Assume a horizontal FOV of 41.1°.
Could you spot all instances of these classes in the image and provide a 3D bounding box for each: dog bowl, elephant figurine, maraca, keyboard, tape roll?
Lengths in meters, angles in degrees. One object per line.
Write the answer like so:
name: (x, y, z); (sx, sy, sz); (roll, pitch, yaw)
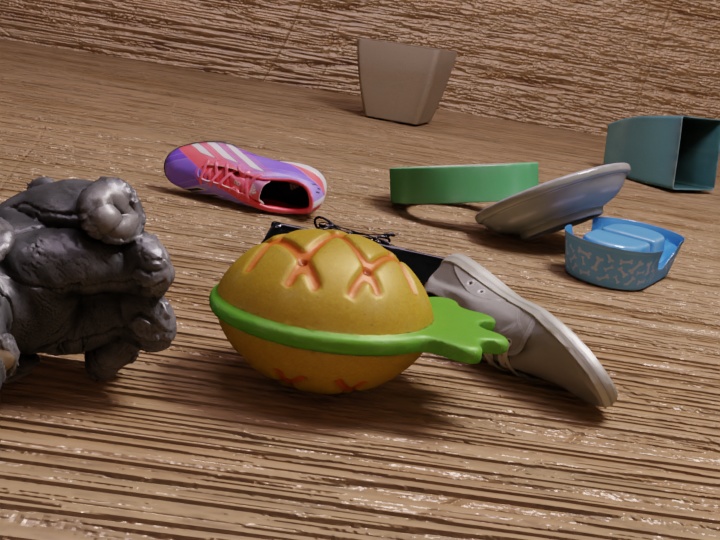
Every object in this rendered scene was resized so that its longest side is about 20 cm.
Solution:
dog bowl: (0.306, -0.021, 1.123); (0.111, 0.050, 0.200); (18, 18, 29)
elephant figurine: (-0.216, 0.021, 0.541); (0.199, 0.142, 0.155); (-24, 4, -37)
maraca: (-0.002, 0.030, 0.644); (0.199, 0.108, 0.137); (8, 17, -6)
keyboard: (0.000, 0.000, 0.923); (0.199, 0.040, 0.104); (13, 39, 11)
tape roll: (0.138, -0.118, 1.287); (0.199, 0.049, 0.200); (-2, 7, 0)

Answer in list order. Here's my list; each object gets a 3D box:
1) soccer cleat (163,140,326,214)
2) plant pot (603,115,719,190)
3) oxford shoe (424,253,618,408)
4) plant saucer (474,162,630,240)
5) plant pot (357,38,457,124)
soccer cleat: (-0.140, -0.108, 1.143); (0.199, 0.069, 0.073); (12, 19, -1)
plant pot: (0.604, -0.246, 1.958); (0.141, 0.142, 0.200); (-2, 12, -37)
oxford shoe: (0.116, 0.054, 0.741); (0.058, 0.075, 0.200); (-40, 44, -12)
plant saucer: (0.244, -0.077, 1.195); (0.199, 0.051, 0.200); (-17, -6, -2)
plant pot: (0.101, -0.449, 2.290); (0.199, 0.178, 0.200); (13, 15, 16)
